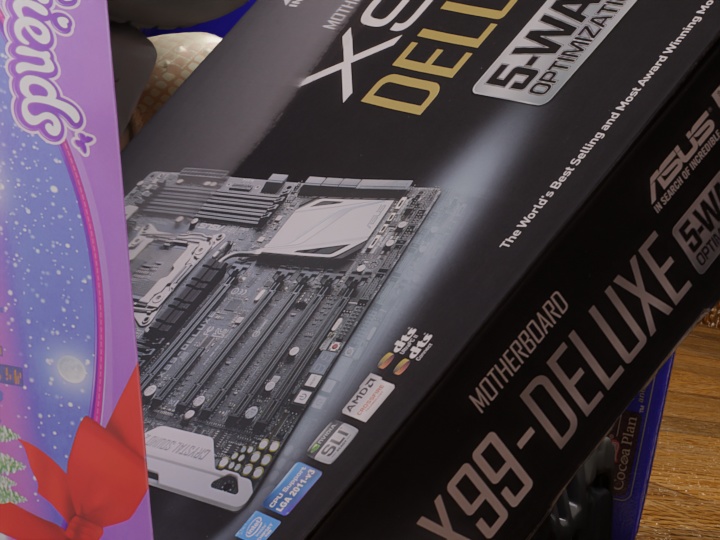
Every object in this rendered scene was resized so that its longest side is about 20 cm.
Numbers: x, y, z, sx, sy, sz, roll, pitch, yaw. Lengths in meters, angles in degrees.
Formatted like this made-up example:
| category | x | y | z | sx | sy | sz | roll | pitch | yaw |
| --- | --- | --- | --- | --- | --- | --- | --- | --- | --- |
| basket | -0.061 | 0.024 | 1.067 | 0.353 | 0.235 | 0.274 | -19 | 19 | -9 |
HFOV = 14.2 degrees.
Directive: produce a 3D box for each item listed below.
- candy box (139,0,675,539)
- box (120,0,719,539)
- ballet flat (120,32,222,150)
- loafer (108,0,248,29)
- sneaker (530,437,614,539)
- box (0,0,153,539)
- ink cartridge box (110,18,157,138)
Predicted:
| category | x | y | z | sx | sy | sz | roll | pitch | yaw |
| --- | --- | --- | --- | --- | --- | --- | --- | --- | --- |
| candy box | 0.009 | -0.007 | 0.994 | 0.200 | 0.170 | 0.077 | 13 | -4 | -6 |
| box | 0.000 | 0.000 | 0.645 | 0.158 | 0.200 | 0.050 | 18 | -28 | 52 |
| ballet flat | -0.124 | -0.016 | 0.910 | 0.200 | 0.068 | 0.062 | -28 | -11 | 12 |
| loafer | -0.084 | -0.110 | 0.701 | 0.075 | 0.070 | 0.200 | 38 | 19 | 33 |
| sneaker | 0.014 | 0.067 | 0.737 | 0.079 | 0.076 | 0.200 | 4 | -8 | 15 |
| box | -0.114 | -0.015 | 0.564 | 0.137 | 0.200 | 0.039 | 12 | -37 | -27 |
| ink cartridge box | -0.170 | -0.027 | 0.699 | 0.200 | 0.147 | 0.083 | 9 | 24 | -44 |
